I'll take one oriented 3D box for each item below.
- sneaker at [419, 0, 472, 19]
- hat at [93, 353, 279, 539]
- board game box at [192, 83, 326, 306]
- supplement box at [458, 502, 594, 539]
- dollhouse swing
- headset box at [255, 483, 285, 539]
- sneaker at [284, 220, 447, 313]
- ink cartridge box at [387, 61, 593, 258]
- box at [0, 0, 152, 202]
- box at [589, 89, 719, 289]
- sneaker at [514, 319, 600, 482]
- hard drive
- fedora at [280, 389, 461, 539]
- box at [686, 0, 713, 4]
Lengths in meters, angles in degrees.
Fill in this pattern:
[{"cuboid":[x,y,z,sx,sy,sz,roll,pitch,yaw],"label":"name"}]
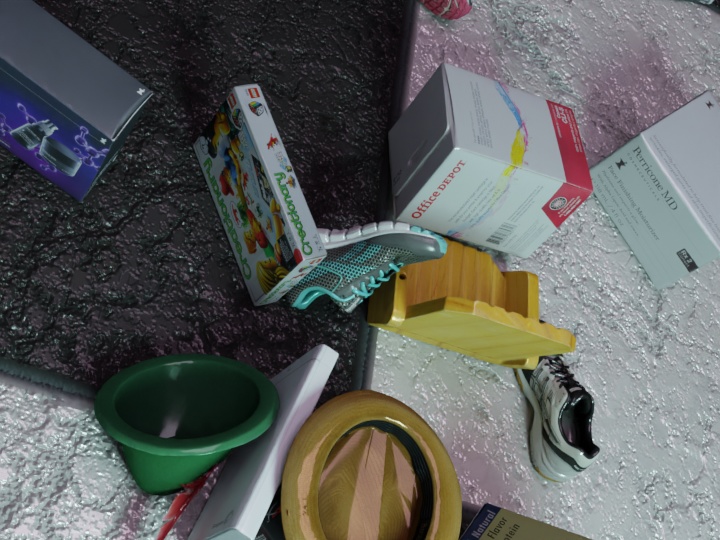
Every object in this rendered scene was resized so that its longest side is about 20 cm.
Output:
[{"cuboid":[0.100,-0.442,1.429,0.074,0.081,0.201,-24,81,-38],"label":"sneaker"},{"cuboid":[-0.176,0.200,0.985,0.199,0.178,0.165,-15,32,-38],"label":"hat"},{"cuboid":[-0.111,-0.078,1.099,0.034,0.126,0.202,-14,74,-35],"label":"board game box"},{"cuboid":[0.163,0.358,0.962,0.200,0.198,0.135,-46,127,-32],"label":"supplement box"},{"cuboid":[0.136,0.014,1.173,0.198,0.176,0.184,18,59,-21],"label":"dollhouse swing"},{"cuboid":[-0.010,0.285,1.016,0.148,0.077,0.201,-34,86,-38],"label":"headset box"},{"cuboid":[0.000,0.000,1.115,0.077,0.198,0.092,23,64,-64],"label":"sneaker"},{"cuboid":[0.152,-0.132,1.259,0.198,0.145,0.146,14,51,-25],"label":"ink cartridge box"},{"cuboid":[-0.322,-0.179,1.012,0.199,0.141,0.079,36,53,-10],"label":"box"},{"cuboid":[0.457,-0.116,1.454,0.199,0.131,0.200,-29,84,-37],"label":"box"},{"cuboid":[0.242,0.145,1.228,0.075,0.088,0.202,3,65,-28],"label":"sneaker"},{"cuboid":[-0.095,0.174,0.983,0.027,0.132,0.201,34,54,-13],"label":"hard drive"},{"cuboid":[0.000,0.216,0.957,0.199,0.082,0.203,11,66,-26],"label":"fedora"},{"cuboid":[0.518,-0.539,1.745,0.198,0.050,0.159,-3,70,-32],"label":"box"}]
